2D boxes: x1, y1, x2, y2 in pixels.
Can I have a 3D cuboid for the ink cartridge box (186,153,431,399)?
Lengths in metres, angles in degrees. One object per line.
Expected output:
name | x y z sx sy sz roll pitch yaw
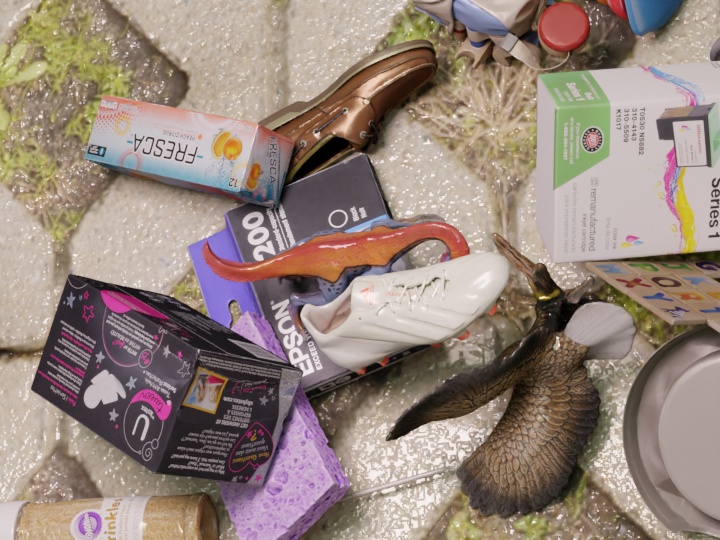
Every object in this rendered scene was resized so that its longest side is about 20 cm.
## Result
ink cartridge box | -0.051 0.017 1.687 0.199 0.043 0.199 -24 67 7

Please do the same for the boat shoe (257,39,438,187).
boat shoe | -0.007 -0.141 1.721 0.200 0.072 0.068 -31 65 15

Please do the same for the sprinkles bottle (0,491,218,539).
sprinkles bottle | -0.230 0.236 1.640 0.199 0.068 0.069 -5 69 13

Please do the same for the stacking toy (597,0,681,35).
stacking toy | 0.202 -0.301 1.713 0.199 0.110 0.116 18 60 31

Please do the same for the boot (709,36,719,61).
boot | 0.371 -0.266 1.671 0.200 0.070 0.132 -33 62 -11

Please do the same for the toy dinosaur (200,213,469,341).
toy dinosaur | 0.000 0.000 1.577 0.181 0.199 0.105 -26 69 44

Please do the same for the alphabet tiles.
alphabet tiles | 0.304 0.028 1.493 0.200 0.167 0.008 39 125 57

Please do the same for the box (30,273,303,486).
box | -0.170 0.097 1.595 0.200 0.132 0.115 27 98 44

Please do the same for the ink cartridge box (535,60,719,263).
ink cartridge box | 0.253 -0.093 1.556 0.199 0.145 0.084 -5 25 -6

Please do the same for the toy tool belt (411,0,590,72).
toy tool belt | 0.129 -0.247 1.703 0.200 0.123 0.125 33 84 15

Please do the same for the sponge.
sponge | -0.090 0.146 1.619 0.112 0.030 0.200 -45 53 21

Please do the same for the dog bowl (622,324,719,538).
dog bowl | 0.317 0.134 1.494 0.199 0.059 0.201 5 102 26

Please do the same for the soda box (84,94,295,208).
soda box | -0.161 -0.112 1.720 0.199 0.064 0.069 14 86 35

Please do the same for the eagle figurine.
eagle figurine | 0.133 0.098 1.567 0.151 0.151 0.200 25 68 11

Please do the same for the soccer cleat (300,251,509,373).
soccer cleat | 0.035 0.029 1.525 0.200 0.078 0.069 -26 35 37

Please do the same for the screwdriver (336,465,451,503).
screwdriver | -0.016 0.199 1.615 0.199 0.029 0.028 -19 67 13
